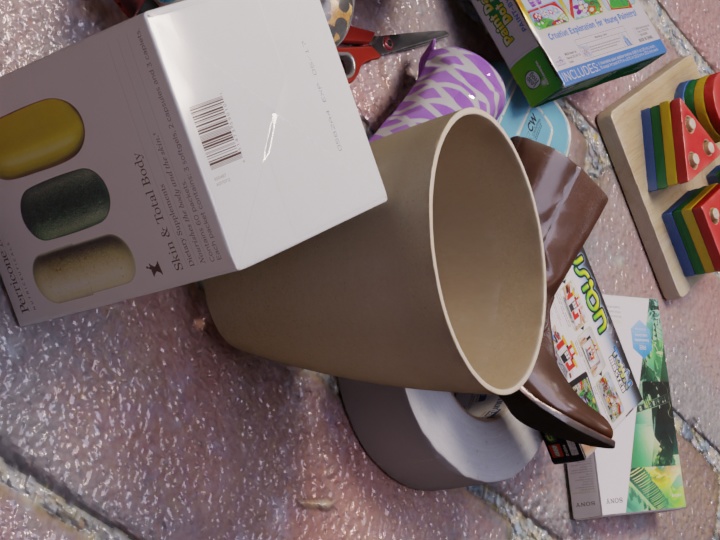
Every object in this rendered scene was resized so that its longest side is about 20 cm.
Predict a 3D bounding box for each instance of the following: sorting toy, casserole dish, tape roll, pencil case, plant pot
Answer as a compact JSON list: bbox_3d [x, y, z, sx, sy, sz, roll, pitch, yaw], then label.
[{"bbox_3d":[0.344,-0.104,1.642,0.200,0.069,0.200,-35,106,-48],"label":"sorting toy"},{"bbox_3d":[0.134,-0.100,1.424,0.121,0.039,0.201,50,46,-29],"label":"casserole dish"},{"bbox_3d":[0.070,0.070,1.280,0.200,0.066,0.202,18,65,-46],"label":"tape roll"},{"bbox_3d":[0.044,-0.100,1.292,0.085,0.084,0.200,34,46,3],"label":"pencil case"},{"bbox_3d":[0.000,0.000,1.103,0.187,0.199,0.189,27,59,-58],"label":"plant pot"}]

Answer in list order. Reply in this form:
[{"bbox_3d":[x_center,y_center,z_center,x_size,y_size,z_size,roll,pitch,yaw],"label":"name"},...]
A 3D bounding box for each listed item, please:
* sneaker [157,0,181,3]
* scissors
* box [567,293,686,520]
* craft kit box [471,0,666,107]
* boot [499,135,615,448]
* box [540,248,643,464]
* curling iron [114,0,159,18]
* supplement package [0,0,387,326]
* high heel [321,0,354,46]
[{"bbox_3d":[-0.108,-0.253,1.133,0.080,0.076,0.201,19,50,-36],"label":"sneaker"},{"bbox_3d":[0.013,-0.177,1.327,0.199,0.014,0.074,5,74,-49],"label":"scissors"},{"bbox_3d":[0.235,0.122,1.478,0.144,0.036,0.202,4,77,-48],"label":"box"},{"bbox_3d":[0.170,-0.257,1.464,0.199,0.048,0.199,-22,84,-50],"label":"craft kit box"},{"bbox_3d":[0.155,0.015,1.240,0.186,0.064,0.201,32,71,-25],"label":"boot"},{"bbox_3d":[0.158,0.042,1.313,0.110,0.035,0.201,-34,105,-48],"label":"box"},{"bbox_3d":[-0.152,-0.177,1.082,0.200,0.026,0.050,50,2,-9],"label":"curling iron"},{"bbox_3d":[-0.121,-0.073,0.994,0.150,0.199,0.153,-27,100,-49],"label":"supplement package"},{"bbox_3d":[-0.075,-0.191,1.155,0.142,0.071,0.202,19,85,-51],"label":"high heel"}]
